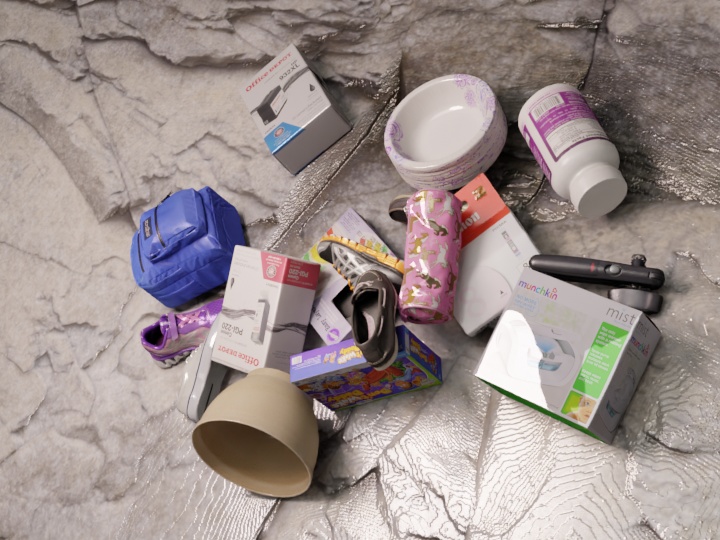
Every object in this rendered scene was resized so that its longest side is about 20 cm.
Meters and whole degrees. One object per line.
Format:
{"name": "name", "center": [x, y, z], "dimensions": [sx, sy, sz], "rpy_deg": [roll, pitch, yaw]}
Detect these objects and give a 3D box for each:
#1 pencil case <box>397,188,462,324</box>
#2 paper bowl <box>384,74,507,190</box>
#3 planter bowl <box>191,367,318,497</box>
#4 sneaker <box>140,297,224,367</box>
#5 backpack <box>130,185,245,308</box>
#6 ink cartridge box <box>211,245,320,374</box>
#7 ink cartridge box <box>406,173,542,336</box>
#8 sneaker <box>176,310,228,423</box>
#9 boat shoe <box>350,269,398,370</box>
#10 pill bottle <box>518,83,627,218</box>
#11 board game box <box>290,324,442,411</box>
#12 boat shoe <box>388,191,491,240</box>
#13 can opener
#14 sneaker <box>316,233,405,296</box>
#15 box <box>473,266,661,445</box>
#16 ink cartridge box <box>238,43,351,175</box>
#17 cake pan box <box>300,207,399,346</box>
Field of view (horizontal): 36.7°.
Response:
{"name": "pencil case", "center": [0.105, -0.018, 1.640], "dimensions": [0.086, 0.082, 0.204], "rpy_deg": [-10, 65, 37]}
{"name": "paper bowl", "center": [0.145, -0.214, 1.783], "dimensions": [0.198, 0.105, 0.203], "rpy_deg": [-16, 49, 18]}
{"name": "planter bowl", "center": [-0.147, 0.240, 1.694], "dimensions": [0.197, 0.201, 0.136], "rpy_deg": [-4, 45, 31]}
{"name": "sneaker", "center": [-0.310, 0.102, 1.927], "dimensions": [0.198, 0.088, 0.081], "rpy_deg": [-26, 52, 17]}
{"name": "backpack", "center": [-0.329, -0.046, 1.971], "dimensions": [0.198, 0.168, 0.164], "rpy_deg": [-30, 46, 20]}
{"name": "ink cartridge box", "center": [-0.159, 0.071, 1.806], "dimensions": [0.144, 0.084, 0.204], "rpy_deg": [13, 92, 45]}
{"name": "ink cartridge box", "center": [0.178, -0.026, 1.667], "dimensions": [0.162, 0.057, 0.201], "rpy_deg": [-37, 78, 10]}
{"name": "sneaker", "center": [-0.269, 0.158, 1.871], "dimensions": [0.070, 0.073, 0.203], "rpy_deg": [14, 80, 33]}
{"name": "boat shoe", "center": [0.016, 0.057, 1.591], "dimensions": [0.066, 0.057, 0.202], "rpy_deg": [-32, 37, 19]}
{"name": "pill bottle", "center": [0.327, -0.180, 1.656], "dimensions": [0.111, 0.112, 0.202], "rpy_deg": [-32, 53, 14]}
{"name": "board game box", "center": [0.009, 0.152, 1.665], "dimensions": [0.197, 0.134, 0.045], "rpy_deg": [-18, 56, 24]}
{"name": "boat shoe", "center": [0.123, -0.077, 1.755], "dimensions": [0.198, 0.074, 0.074], "rpy_deg": [10, 70, 37]}
{"name": "can opener", "center": [0.338, 0.005, 1.557], "dimensions": [0.197, 0.064, 0.080], "rpy_deg": [14, 69, 18]}
{"name": "sneaker", "center": [0.000, 0.000, 1.731], "dimensions": [0.198, 0.078, 0.078], "rpy_deg": [22, 86, 39]}
{"name": "box", "center": [0.291, 0.117, 1.527], "dimensions": [0.198, 0.096, 0.179], "rpy_deg": [24, 84, 39]}
{"name": "ink cartridge box", "center": [-0.126, -0.303, 2.028], "dimensions": [0.144, 0.084, 0.201], "rpy_deg": [-38, 51, 10]}
{"name": "cake pan box", "center": [-0.019, 0.022, 1.809], "dimensions": [0.184, 0.052, 0.200], "rpy_deg": [-45, 51, 7]}
